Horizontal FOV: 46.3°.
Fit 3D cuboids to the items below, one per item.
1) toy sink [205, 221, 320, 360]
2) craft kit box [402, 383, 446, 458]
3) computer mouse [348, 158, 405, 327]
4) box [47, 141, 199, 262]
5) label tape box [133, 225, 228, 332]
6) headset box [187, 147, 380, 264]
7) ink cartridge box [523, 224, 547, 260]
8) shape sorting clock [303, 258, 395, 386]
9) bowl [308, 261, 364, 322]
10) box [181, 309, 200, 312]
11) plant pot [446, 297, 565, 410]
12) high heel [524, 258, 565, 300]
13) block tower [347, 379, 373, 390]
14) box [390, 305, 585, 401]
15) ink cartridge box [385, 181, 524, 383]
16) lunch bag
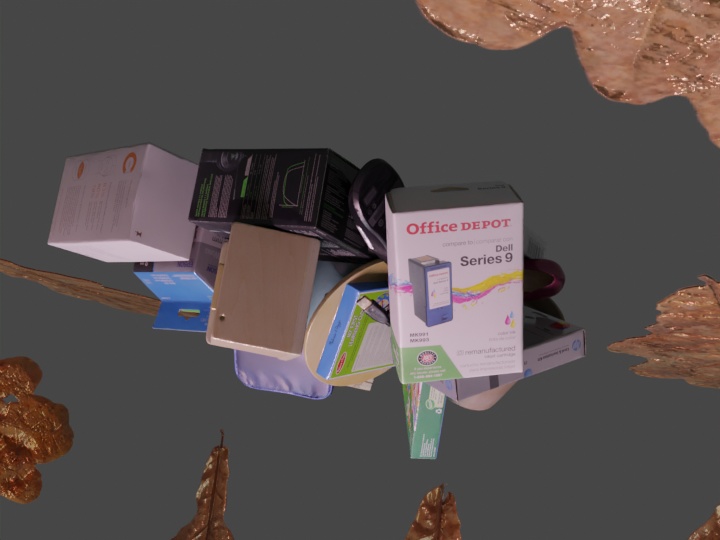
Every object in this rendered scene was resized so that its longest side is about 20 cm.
[{"bbox_3d":[-0.122,0.031,1.011,0.110,0.133,0.200,11,172,-8],"label":"toy sink"},{"bbox_3d":[0.094,0.136,1.251,0.047,0.199,0.203,3,126,-2],"label":"craft kit box"},{"bbox_3d":[0.021,-0.027,0.981,0.046,0.142,0.200,18,159,44],"label":"computer mouse"},{"bbox_3d":[-0.307,-0.084,1.103,0.197,0.127,0.097,0,167,42],"label":"box"},{"bbox_3d":[-0.237,-0.025,1.133,0.141,0.204,0.066,0,164,42],"label":"label tape box"},{"bbox_3d":[-0.087,-0.076,1.027,0.196,0.095,0.173,4,168,30],"label":"headset box"},{"bbox_3d":[0.123,-0.047,1.126,0.197,0.044,0.197,3,169,34],"label":"ink cartridge box"},{"bbox_3d":[0.013,0.066,1.080,0.199,0.201,0.039,22,-162,-51],"label":"shape sorting clock"},{"bbox_3d":[0.000,0.000,1.162,0.197,0.204,0.105,14,138,-23],"label":"bowl"},{"bbox_3d":[-0.161,0.003,1.332,0.195,0.099,0.176,4,-168,11],"label":"box"},{"bbox_3d":[0.188,0.110,1.300,0.196,0.176,0.201,19,-153,-10],"label":"plant pot"},{"bbox_3d":[0.170,0.020,1.108,0.196,0.069,0.096,-1,179,17],"label":"high heel"},{"bbox_3d":[0.017,0.114,1.439,0.053,0.058,0.203,13,128,-6],"label":"block tower"},{"bbox_3d":[0.159,0.096,1.069,0.197,0.042,0.155,-16,-162,-25],"label":"box"},{"bbox_3d":[0.104,0.012,0.937,0.142,0.204,0.088,-4,-161,-3],"label":"ink cartridge box"},{"bbox_3d":[-0.102,0.115,1.402,0.196,0.138,0.133,9,-150,11],"label":"lunch bag"}]
